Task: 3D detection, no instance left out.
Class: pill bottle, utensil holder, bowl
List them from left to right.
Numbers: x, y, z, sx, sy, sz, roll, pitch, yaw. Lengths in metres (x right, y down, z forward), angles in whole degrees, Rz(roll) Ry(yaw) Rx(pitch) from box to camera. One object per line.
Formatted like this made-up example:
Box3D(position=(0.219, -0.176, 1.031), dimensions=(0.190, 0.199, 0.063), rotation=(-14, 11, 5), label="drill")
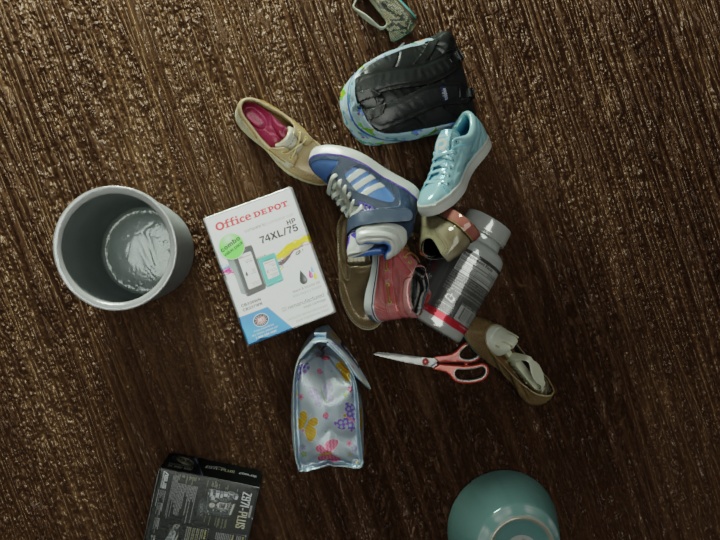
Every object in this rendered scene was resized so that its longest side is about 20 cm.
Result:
Box3D(position=(-0.345, -0.031, 1.031), dimensions=(0.167, 0.200, 0.173), rotation=(0, 90, -6), label="utensil holder")
Box3D(position=(0.165, 0.006, 1.123), dimensions=(0.110, 0.111, 0.202), rotation=(31, 87, -5), label="pill bottle")
Box3D(position=(0.252, 0.448, 1.138), dimensions=(0.198, 0.105, 0.204), rotation=(0, 89, -5), label="bowl")

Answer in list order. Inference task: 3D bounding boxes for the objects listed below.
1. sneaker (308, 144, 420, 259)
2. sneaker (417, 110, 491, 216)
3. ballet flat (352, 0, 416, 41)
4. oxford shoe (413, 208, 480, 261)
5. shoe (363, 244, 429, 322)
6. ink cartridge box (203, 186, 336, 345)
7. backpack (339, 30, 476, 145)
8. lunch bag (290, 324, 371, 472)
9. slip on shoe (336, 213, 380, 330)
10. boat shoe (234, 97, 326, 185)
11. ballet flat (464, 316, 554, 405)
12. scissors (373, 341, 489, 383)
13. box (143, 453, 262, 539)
Box3D(position=(-0.012, -0.096, 1.054), dimensions=(0.198, 0.081, 0.148), rotation=(25, 62, 0), label="sneaker")
Box3D(position=(0.131, -0.170, 1.053), dimensions=(0.082, 0.073, 0.201), rotation=(54, 52, -29), label="sneaker")
Box3D(position=(0.011, -0.469, 1.134), dimensions=(0.075, 0.068, 0.201), rotation=(-36, 96, 12), label="ballet flat")
Box3D(position=(0.109, -0.060, 1.074), dimensions=(0.070, 0.200, 0.075), rotation=(43, 85, -18), label="oxford shoe")
Box3D(position=(0.067, -0.015, 1.098), dimensions=(0.090, 0.071, 0.203), rotation=(-6, 65, 35), label="shoe")
Box3D(position=(-0.141, -0.007, 1.076), dimensions=(0.145, 0.146, 0.202), rotation=(-20, 92, -5), label="ink cartridge box")
Box3D(position=(0.066, -0.278, 1.103), dimensions=(0.199, 0.153, 0.165), rotation=(-27, 101, -33), label="backpack")
Box3D(position=(-0.049, 0.193, 1.075), dimensions=(0.125, 0.170, 0.203), rotation=(-4, 90, -4), label="lunch bag")
Box3D(position=(0.000, 0.000, 1.133), dimensions=(0.075, 0.061, 0.203), rotation=(-5, 91, -5), label="slip on shoe")
Box3D(position=(-0.123, -0.210, 1.115), dimensions=(0.199, 0.069, 0.074), rotation=(34, 86, -6), label="boat shoe")
Box3D(position=(0.255, 0.147, 1.148), dimensions=(0.068, 0.072, 0.200), rotation=(-42, 94, -28), label="ballet flat")
Box3D(position=(0.123, 0.164, 1.168), dimensions=(0.197, 0.014, 0.074), rotation=(-6, 92, -7), label="scissors")
Box3D(position=(-0.258, 0.417, 1.098), dimensions=(0.162, 0.086, 0.203), rotation=(12, 89, -5), label="box")
